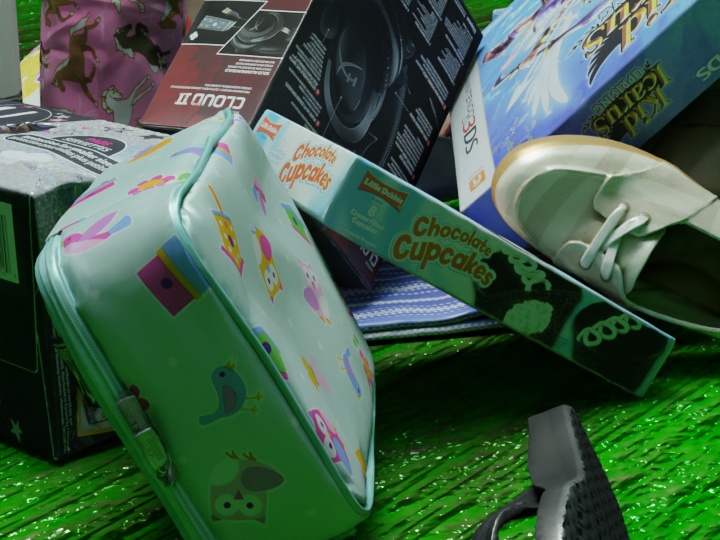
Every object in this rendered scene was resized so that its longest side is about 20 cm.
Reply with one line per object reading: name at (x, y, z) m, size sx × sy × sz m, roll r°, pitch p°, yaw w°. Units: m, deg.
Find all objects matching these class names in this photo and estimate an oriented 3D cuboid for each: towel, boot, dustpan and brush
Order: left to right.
dustpan and brush at (-0.014, -0.067, 1.127) m, size 0.200 × 0.057 × 0.139 m, roll -6°, pitch -4°, yaw -38°
towel at (0.000, 0.000, 1.062) m, size 0.145 × 0.024 × 0.200 m, roll -6°, pitch 17°, yaw -12°
boot at (0.143, -0.059, 1.017) m, size 0.070 × 0.146 × 0.200 m, roll 22°, pitch 5°, yaw -38°

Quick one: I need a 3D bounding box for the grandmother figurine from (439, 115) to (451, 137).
grandmother figurine at (0.050, -0.091, 1.214) m, size 0.200 × 0.121 × 0.061 m, roll 19°, pitch 42°, yaw -22°

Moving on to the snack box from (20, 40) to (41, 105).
snack box at (-0.181, -0.093, 1.218) m, size 0.200 × 0.053 × 0.142 m, roll 19°, pitch 63°, yaw 48°

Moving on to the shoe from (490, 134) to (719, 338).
shoe at (0.159, -0.010, 0.908) m, size 0.200 × 0.070 × 0.053 m, roll 22°, pitch 17°, yaw -13°

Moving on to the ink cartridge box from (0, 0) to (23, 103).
ink cartridge box at (-0.252, -0.090, 1.069) m, size 0.084 × 0.200 × 0.145 m, roll -8°, pitch 17°, yaw -24°

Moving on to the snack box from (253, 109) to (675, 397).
snack box at (0.045, -0.008, 0.885) m, size 0.200 × 0.037 × 0.116 m, roll 28°, pitch 2°, yaw -28°

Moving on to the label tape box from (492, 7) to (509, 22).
label tape box at (0.168, -0.083, 1.118) m, size 0.066 × 0.144 × 0.200 m, roll -14°, pitch 21°, yaw -38°

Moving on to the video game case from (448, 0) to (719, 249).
video game case at (0.132, -0.126, 1.002) m, size 0.045 × 0.200 × 0.181 m, roll 38°, pitch 24°, yaw -22°

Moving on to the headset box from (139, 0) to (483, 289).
headset box at (-0.024, -0.098, 0.999) m, size 0.077 × 0.149 × 0.200 m, roll 9°, pitch 63°, yaw 35°

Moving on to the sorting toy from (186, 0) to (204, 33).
sorting toy at (-0.130, -0.182, 1.400) m, size 0.200 × 0.199 × 0.070 m, roll -7°, pitch 30°, yaw -19°

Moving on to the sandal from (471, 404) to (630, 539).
sandal at (0.069, 0.104, 0.644) m, size 0.048 × 0.075 × 0.200 m, roll -25°, pitch 6°, yaw 9°

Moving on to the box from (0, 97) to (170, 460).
box at (-0.168, -0.007, 0.898) m, size 0.200 × 0.132 × 0.115 m, roll 14°, pitch 24°, yaw 42°

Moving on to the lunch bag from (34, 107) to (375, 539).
lunch bag at (-0.053, 0.030, 0.734) m, size 0.077 × 0.161 × 0.200 m, roll -25°, pitch 14°, yaw 10°

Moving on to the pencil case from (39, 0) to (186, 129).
pencil case at (-0.138, -0.087, 1.050) m, size 0.083 × 0.200 × 0.087 m, roll 3°, pitch 16°, yaw 16°
